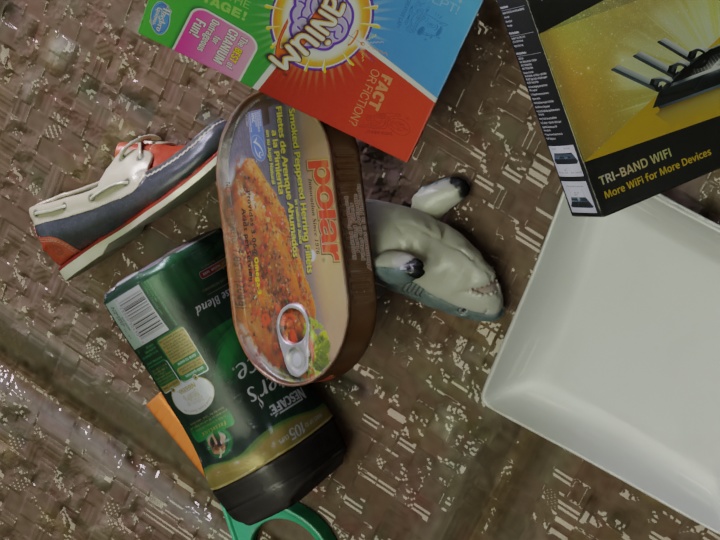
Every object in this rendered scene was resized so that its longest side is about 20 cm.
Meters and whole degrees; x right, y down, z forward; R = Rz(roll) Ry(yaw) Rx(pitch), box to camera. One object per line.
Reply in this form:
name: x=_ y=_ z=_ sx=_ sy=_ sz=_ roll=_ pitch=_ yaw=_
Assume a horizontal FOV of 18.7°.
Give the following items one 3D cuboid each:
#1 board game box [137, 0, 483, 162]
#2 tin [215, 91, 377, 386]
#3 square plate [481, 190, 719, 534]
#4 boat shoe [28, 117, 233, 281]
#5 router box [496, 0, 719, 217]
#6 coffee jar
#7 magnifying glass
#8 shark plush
board game box: x=-0.028 y=-0.175 z=1.399 sx=0.199 sy=0.040 sz=0.153 roll=25 pitch=132 yaw=0
tin: x=-0.042 y=-0.023 z=1.480 sx=0.112 sy=0.042 sz=0.201 roll=-9 pitch=86 yaw=47
square plate: x=0.199 y=0.049 z=1.452 sx=0.197 sy=0.028 sz=0.201 roll=28 pitch=117 yaw=16
boat shoe: x=-0.163 y=-0.062 z=1.579 sx=0.200 sy=0.071 sz=0.063 roll=-32 pitch=88 yaw=35
router box: x=0.195 y=-0.140 z=1.308 sx=0.199 sy=0.052 sz=0.158 roll=-23 pitch=98 yaw=-14
coffee jar: x=-0.093 y=0.077 z=1.566 sx=0.085 sy=0.104 sz=0.201 roll=-28 pitch=93 yaw=34
magnifying glass: x=-0.089 y=0.171 z=1.642 sx=0.080 sy=0.022 sz=0.200 roll=-42 pitch=85 yaw=31
shark plush: x=0.000 y=0.000 z=1.518 sx=0.199 sy=0.091 sz=0.083 roll=-4 pitch=135 yaw=23
